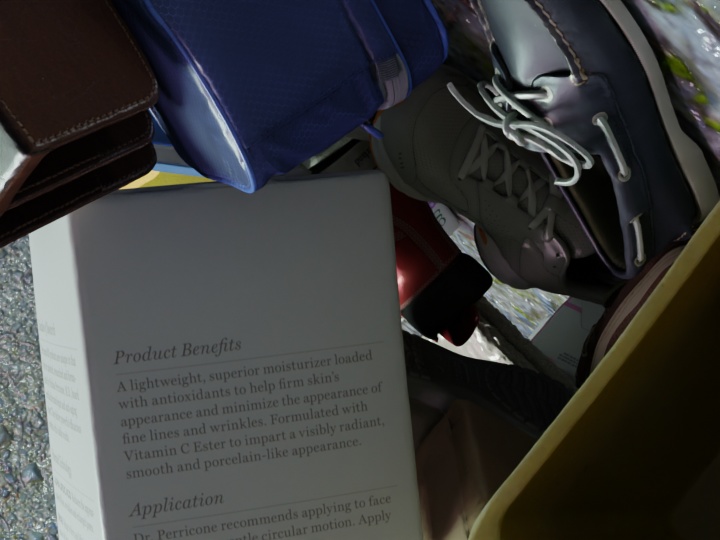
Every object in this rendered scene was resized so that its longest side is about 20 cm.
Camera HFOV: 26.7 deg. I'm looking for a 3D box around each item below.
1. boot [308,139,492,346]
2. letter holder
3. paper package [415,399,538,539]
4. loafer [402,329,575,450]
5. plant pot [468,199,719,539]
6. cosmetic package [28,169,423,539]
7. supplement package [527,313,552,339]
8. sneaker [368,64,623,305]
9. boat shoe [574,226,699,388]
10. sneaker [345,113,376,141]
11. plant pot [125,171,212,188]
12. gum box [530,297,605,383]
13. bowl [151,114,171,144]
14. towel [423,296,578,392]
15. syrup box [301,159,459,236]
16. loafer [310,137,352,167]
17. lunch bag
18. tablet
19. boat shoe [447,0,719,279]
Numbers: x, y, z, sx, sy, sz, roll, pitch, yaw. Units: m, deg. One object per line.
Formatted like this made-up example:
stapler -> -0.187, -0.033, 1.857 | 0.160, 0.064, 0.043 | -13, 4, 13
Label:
boot -> 0.000, 0.000, 0.971 | 0.144, 0.072, 0.200 | 50, 153, -9
letter holder -> -0.168, -0.126, 0.664 | 0.200, 0.142, 0.101 | 53, 135, 5
paper package -> 0.113, 0.185, 0.806 | 0.200, 0.104, 0.191 | 31, -165, -10
loafer -> 0.066, 0.094, 0.917 | 0.200, 0.070, 0.075 | 23, -154, -6
plant pot -> 0.200, 0.109, 0.687 | 0.194, 0.196, 0.200 | 38, -177, 20
cosmetic package -> -0.078, 0.054, 0.805 | 0.165, 0.165, 0.200 | 177, 88, -71
supplement package -> 0.195, 0.146, 1.145 | 0.200, 0.121, 0.120 | 43, 172, -15
sneaker -> 0.087, -0.045, 0.830 | 0.092, 0.076, 0.200 | 23, 169, 45
boat shoe -> 0.151, 0.034, 0.820 | 0.202, 0.075, 0.075 | 101, 161, -52
sneaker -> -0.036, -0.148, 0.818 | 0.200, 0.073, 0.112 | 31, 159, -2
plant pot -> -0.137, -0.116, 1.152 | 0.142, 0.200, 0.200 | 3, 146, 45
gum box -> 0.208, 0.089, 0.961 | 0.114, 0.066, 0.200 | 47, 171, -30
bowl -> -0.159, -0.101, 0.967 | 0.200, 0.039, 0.201 | 6, -178, 0
towel -> 0.110, 0.109, 1.006 | 0.200, 0.034, 0.133 | 46, 143, 5
syrup box -> -0.016, -0.073, 1.111 | 0.081, 0.079, 0.200 | 33, 169, 46
loafer -> -0.009, -0.104, 0.975 | 0.072, 0.063, 0.200 | 14, 161, 16
lunch bag -> -0.049, -0.137, 0.687 | 0.200, 0.132, 0.136 | 58, 166, -21
tablet -> -0.106, -0.068, 0.950 | 0.130, 0.014, 0.200 | 6, -179, -9
boat shoe -> 0.090, -0.070, 0.656 | 0.075, 0.062, 0.200 | 36, 171, 45
